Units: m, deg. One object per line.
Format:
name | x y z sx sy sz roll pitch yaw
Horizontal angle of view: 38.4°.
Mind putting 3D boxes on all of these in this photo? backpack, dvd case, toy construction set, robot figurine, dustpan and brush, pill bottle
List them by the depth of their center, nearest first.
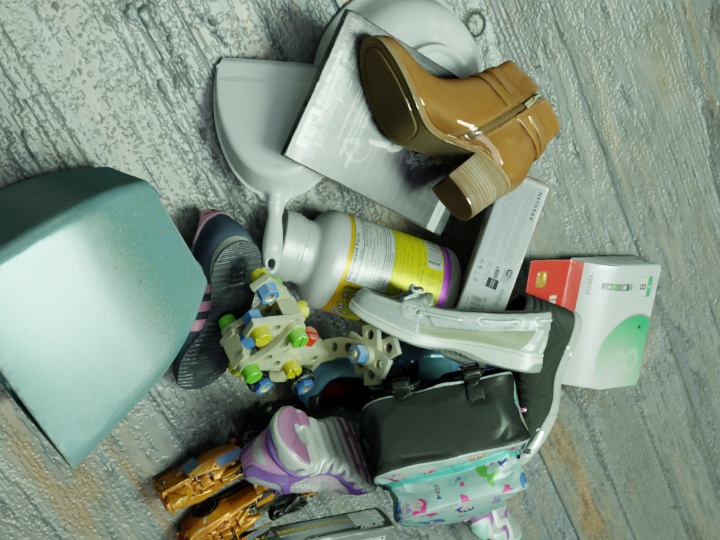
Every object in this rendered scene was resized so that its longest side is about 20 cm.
dvd case | 0.034 -0.141 1.016 0.198 0.016 0.151 24 92 -30
dustpan and brush | -0.082 -0.100 1.018 0.137 0.057 0.204 4 74 -2
toy construction set | -0.059 0.071 1.043 0.198 0.093 0.131 20 124 -38
backpack | 0.089 0.186 1.084 0.174 0.200 0.153 -13 80 -2
pill bottle | 0.000 0.000 1.092 0.197 0.104 0.106 18 98 -19
robot figurine | -0.119 0.233 1.142 0.198 0.058 0.147 -26 117 -17

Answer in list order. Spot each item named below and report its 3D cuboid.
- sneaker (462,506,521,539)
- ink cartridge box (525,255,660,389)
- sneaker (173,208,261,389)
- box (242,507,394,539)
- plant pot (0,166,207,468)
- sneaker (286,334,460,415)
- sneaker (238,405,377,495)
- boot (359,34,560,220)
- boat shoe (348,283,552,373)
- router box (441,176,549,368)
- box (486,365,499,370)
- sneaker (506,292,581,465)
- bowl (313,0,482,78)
sneaker | 0.151 0.237 1.232 0.199 0.078 0.141 35 90 -31
ink cartridge box | 0.281 0.067 1.280 0.197 0.050 0.164 -3 107 -38
sneaker | -0.155 0.029 1.060 0.069 0.082 0.202 -2 130 -36
box | -0.059 0.378 1.226 0.197 0.048 0.161 -5 109 -25
plant pot | -0.258 0.013 0.930 0.199 0.195 0.198 -38 120 -20
sneaker | 0.021 0.125 1.144 0.196 0.090 0.080 -11 120 -13
sneaker | -0.056 0.203 1.089 0.088 0.081 0.199 -34 147 19
boot | 0.098 -0.167 0.999 0.154 0.073 0.202 -41 105 -27
boat shoe | 0.088 0.047 1.021 0.198 0.074 0.066 15 92 8
router box | 0.145 -0.009 1.130 0.048 0.180 0.203 19 99 4
box | 0.122 0.181 1.262 0.119 0.032 0.204 -7 108 -24
sneaker | 0.181 0.117 1.189 0.098 0.070 0.203 29 68 -18
bowl | 0.055 -0.191 1.075 0.198 0.090 0.205 -8 109 -25
